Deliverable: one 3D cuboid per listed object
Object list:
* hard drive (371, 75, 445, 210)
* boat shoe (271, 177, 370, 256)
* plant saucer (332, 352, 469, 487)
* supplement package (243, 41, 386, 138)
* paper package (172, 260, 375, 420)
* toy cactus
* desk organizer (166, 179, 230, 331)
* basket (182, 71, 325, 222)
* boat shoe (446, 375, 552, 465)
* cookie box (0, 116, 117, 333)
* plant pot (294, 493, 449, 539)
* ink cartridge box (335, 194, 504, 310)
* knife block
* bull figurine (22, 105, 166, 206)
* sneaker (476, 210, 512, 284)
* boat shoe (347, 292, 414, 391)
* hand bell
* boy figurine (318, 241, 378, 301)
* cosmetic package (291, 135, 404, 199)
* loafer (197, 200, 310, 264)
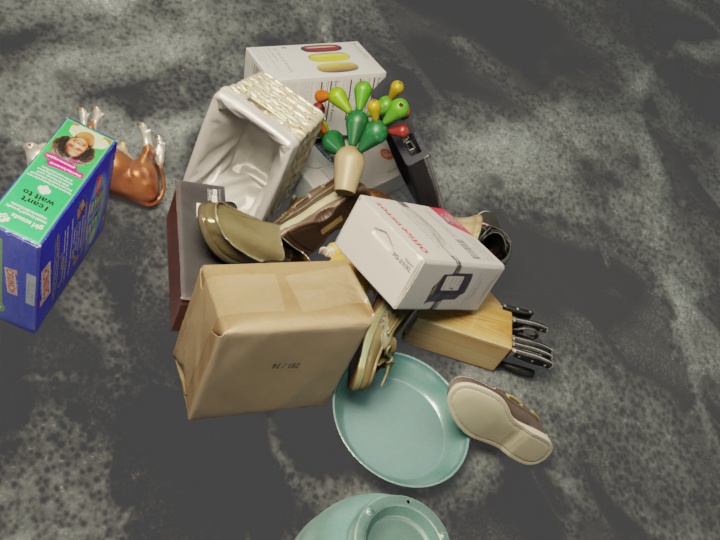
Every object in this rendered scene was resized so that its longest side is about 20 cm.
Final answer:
[{"bbox_3d":[0.070,-0.190,1.387,0.042,0.136,0.202,-22,49,1],"label":"hard drive"},{"bbox_3d":[-0.082,-0.074,1.327,0.201,0.075,0.075,-31,50,-17],"label":"boat shoe"},{"bbox_3d":[0.050,0.203,1.208,0.197,0.036,0.202,14,48,-16],"label":"plant saucer"},{"bbox_3d":[-0.075,-0.284,1.431,0.197,0.111,0.114,-11,43,-26],"label":"supplement package"},{"bbox_3d":[-0.112,0.087,1.114,0.197,0.192,0.104,-2,50,-28],"label":"paper package"},{"bbox_3d":[-0.006,-0.188,1.302,0.102,0.198,0.168,24,73,-51],"label":"toy cactus"},{"bbox_3d":[-0.221,-0.019,1.225,0.071,0.077,0.202,6,51,-22],"label":"desk organizer"},{"bbox_3d":[-0.154,-0.166,1.301,0.135,0.201,0.124,35,40,4],"label":"basket"},{"bbox_3d":[0.184,0.195,1.229,0.199,0.072,0.060,35,24,-29],"label":"boat shoe"},{"bbox_3d":[-0.382,-0.056,1.111,0.074,0.172,0.202,22,46,-4],"label":"cookie box"},{"bbox_3d":[0.025,0.336,1.019,0.197,0.135,0.202,14,48,-15],"label":"plant pot"},{"bbox_3d":[0.083,-0.021,1.254,0.198,0.085,0.145,4,35,-49],"label":"ink cartridge box"},{"bbox_3d":[0.183,0.106,1.333,0.198,0.064,0.176,-23,66,-38],"label":"knife block"},{"bbox_3d":[-0.365,-0.159,1.265,0.197,0.065,0.123,19,79,-21],"label":"bull figurine"},{"bbox_3d":[0.210,-0.046,1.448,0.070,0.100,0.201,23,45,-4],"label":"sneaker"},{"bbox_3d":[0.035,0.085,1.219,0.062,0.074,0.201,25,49,-2],"label":"boat shoe"},{"bbox_3d":[0.079,-0.082,1.403,0.198,0.105,0.105,26,46,-8],"label":"hand bell"},{"bbox_3d":[0.000,0.000,1.331,0.124,0.065,0.199,44,51,16],"label":"boy figurine"},{"bbox_3d":[-0.034,-0.172,1.464,0.199,0.052,0.151,-29,72,-40],"label":"cosmetic package"},{"bbox_3d":[-0.138,-0.039,1.203,0.200,0.067,0.077,37,33,-48],"label":"loafer"}]
